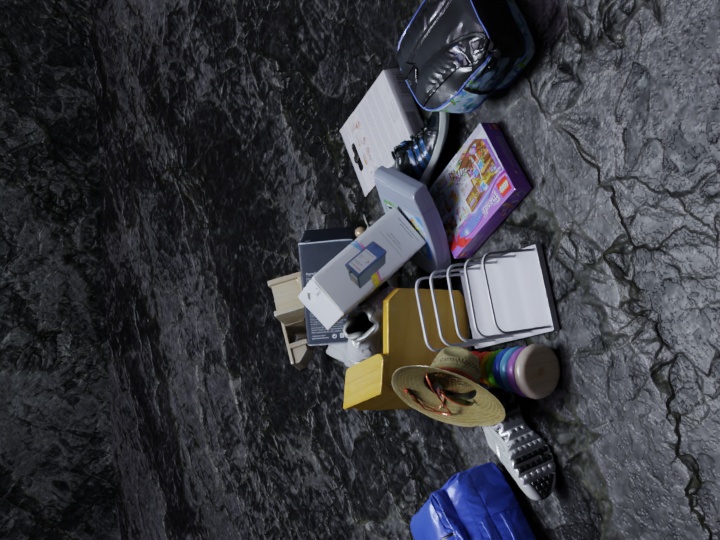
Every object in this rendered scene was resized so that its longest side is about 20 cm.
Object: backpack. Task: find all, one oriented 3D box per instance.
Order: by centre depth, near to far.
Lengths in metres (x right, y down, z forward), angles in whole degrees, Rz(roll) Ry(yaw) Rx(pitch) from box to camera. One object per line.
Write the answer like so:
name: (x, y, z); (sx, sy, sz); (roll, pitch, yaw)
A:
backpack: (0.166, -0.349, 1.532); (0.200, 0.147, 0.183); (-45, 59, 46)
backpack: (0.190, 0.453, 1.605); (0.200, 0.168, 0.163); (58, 146, 28)

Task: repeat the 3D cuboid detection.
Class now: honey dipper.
honey dipper: (0.012, -0.001, 1.854); (0.038, 0.038, 0.200); (46, 156, 44)

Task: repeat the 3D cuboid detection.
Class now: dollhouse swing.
dollhouse swing: (0.082, 0.139, 1.693); (0.182, 0.200, 0.176); (-32, 61, 54)

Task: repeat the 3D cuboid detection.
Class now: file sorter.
file sorter: (0.196, 0.050, 1.570); (0.200, 0.124, 0.139); (-23, 75, 57)

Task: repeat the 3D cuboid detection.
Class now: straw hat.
straw hat: (0.149, 0.168, 1.552); (0.201, 0.201, 0.085); (-27, 33, 55)

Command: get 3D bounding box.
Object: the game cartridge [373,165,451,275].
game cartridge: (0.095, -0.079, 1.681); (0.133, 0.040, 0.200); (29, 150, 45)

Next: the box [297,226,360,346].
box: (-0.054, 0.027, 1.868); (0.148, 0.107, 0.200); (-84, -11, -77)

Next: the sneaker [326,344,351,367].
sneaker: (0.004, 0.153, 1.943); (0.200, 0.075, 0.089); (21, 92, 51)

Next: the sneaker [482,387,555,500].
sneaker: (0.251, 0.288, 1.580); (0.081, 0.075, 0.200); (104, 147, -50)

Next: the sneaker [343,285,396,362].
sneaker: (0.002, 0.104, 1.724); (0.078, 0.099, 0.200); (53, 143, 22)

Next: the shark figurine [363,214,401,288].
shark figurine: (0.066, -0.033, 1.809); (0.128, 0.089, 0.215); (73, 180, -59)

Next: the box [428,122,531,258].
box: (0.192, -0.131, 1.624); (0.200, 0.039, 0.137); (-52, 52, 47)

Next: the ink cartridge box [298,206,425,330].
ink cartridge box: (0.000, 0.000, 1.677); (0.088, 0.200, 0.145); (50, 160, 4)

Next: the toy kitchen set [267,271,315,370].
toy kitchen set: (-0.075, 0.101, 2.047); (0.200, 0.180, 0.163); (57, -163, -70)

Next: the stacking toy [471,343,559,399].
stacking toy: (0.227, 0.161, 1.576); (0.200, 0.085, 0.085); (-6, 90, 59)

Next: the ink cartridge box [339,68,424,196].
ink cartridge box: (0.043, -0.258, 1.836); (0.200, 0.050, 0.161); (-49, 55, 53)

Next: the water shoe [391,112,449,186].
water shoe: (0.095, -0.204, 1.698); (0.072, 0.079, 0.200); (-91, 19, -66)

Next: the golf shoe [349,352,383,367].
golf shoe: (0.052, 0.121, 1.812); (0.200, 0.078, 0.097); (-27, 85, 33)
